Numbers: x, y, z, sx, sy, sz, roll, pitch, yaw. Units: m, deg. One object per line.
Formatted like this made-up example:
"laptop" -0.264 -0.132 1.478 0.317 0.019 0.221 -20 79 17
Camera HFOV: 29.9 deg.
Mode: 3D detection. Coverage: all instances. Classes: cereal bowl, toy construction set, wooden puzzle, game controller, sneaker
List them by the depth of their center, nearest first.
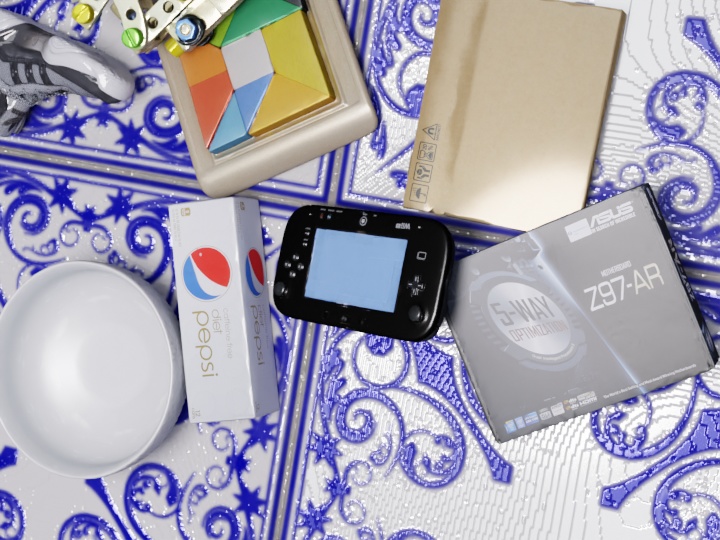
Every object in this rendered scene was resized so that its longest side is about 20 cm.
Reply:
"game controller" 0.000 0.000 1.175 0.199 0.042 0.105 9 95 43
"toy construction set" -0.167 -0.271 1.204 0.200 0.092 0.131 -41 91 28
"wooden puzzle" -0.097 -0.190 1.241 0.184 0.037 0.201 -22 84 18
"cereal bowl" -0.246 0.091 1.271 0.199 0.083 0.202 0 91 19
"sneaker" -0.310 -0.174 1.298 0.199 0.075 0.115 27 100 23

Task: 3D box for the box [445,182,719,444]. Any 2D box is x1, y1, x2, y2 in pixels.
"box" 0.178 0.038 1.132 0.199 0.043 0.161 -22 90 22

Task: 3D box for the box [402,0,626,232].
"box" 0.131 -0.138 1.171 0.162 0.021 0.202 12 94 18

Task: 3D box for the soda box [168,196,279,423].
"soda box" -0.125 0.035 1.240 0.068 0.064 0.202 -6 89 18
